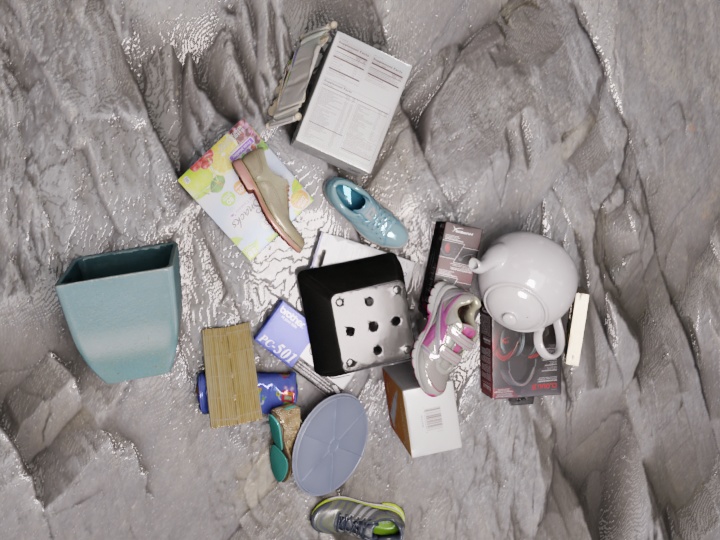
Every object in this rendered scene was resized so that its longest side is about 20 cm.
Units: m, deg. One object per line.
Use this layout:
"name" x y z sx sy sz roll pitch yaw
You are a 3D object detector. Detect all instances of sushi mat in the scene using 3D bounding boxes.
"sushi mat" -0.239 0.191 1.448 0.094 0.012 0.203 -6 59 -12

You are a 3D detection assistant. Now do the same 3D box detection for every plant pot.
"plant pot" -0.406 0.081 1.392 0.191 0.197 0.204 -10 106 -8
"plant pot" 0.008 0.089 1.418 0.196 0.177 0.204 -11 97 -11

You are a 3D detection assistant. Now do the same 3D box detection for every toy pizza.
"toy pizza" -0.061 0.331 1.502 0.198 0.031 0.205 -18 115 -43

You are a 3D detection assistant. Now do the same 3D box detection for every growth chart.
"growth chart" -0.113 -0.352 1.423 0.018 0.144 0.204 22 87 -31

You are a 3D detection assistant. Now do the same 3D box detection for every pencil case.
"pencil case" -0.212 0.235 1.487 0.195 0.078 0.089 2 107 -9

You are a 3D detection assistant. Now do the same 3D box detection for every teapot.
"teapot" 0.292 0.043 1.411 0.196 0.199 0.147 19 52 15

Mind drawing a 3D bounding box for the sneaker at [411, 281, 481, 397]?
"sneaker" 0.151 0.117 1.345 0.081 0.087 0.204 24 75 -42

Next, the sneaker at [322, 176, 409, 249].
"sneaker" 0.012 -0.104 1.490 0.198 0.082 0.075 33 90 -10

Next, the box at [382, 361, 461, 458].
"box" 0.112 0.253 1.477 0.095 0.200 0.127 -10 96 -8

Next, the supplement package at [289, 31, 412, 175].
"supplement package" -0.022 -0.297 1.431 0.148 0.152 0.204 22 91 -11

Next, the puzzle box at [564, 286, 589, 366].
"puzzle box" 0.416 0.103 1.518 0.025 0.200 0.136 9 94 13

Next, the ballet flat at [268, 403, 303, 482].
"ballet flat" -0.134 0.326 1.482 0.065 0.070 0.202 -26 142 -29

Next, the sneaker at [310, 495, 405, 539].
"sneaker" -0.001 0.493 1.541 0.195 0.081 0.076 3 94 -9

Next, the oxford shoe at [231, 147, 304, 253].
"oxford shoe" -0.148 -0.126 1.402 0.073 0.071 0.202 -34 101 -9

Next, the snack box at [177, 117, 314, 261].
"snack box" -0.211 -0.149 1.458 0.169 0.068 0.200 -44 102 -4

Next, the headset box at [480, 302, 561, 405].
"headset box" 0.318 0.165 1.558 0.145 0.075 0.205 -2 95 -9

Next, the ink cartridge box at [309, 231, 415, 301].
"ink cartridge box" 0.000 0.000 1.520 0.196 0.039 0.101 19 92 -12

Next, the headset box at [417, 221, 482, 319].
"headset box" 0.165 0.013 1.489 0.073 0.149 0.204 11 94 -2

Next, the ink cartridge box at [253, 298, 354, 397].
"ink cartridge box" -0.101 0.153 1.513 0.199 0.044 0.095 38 87 -10
